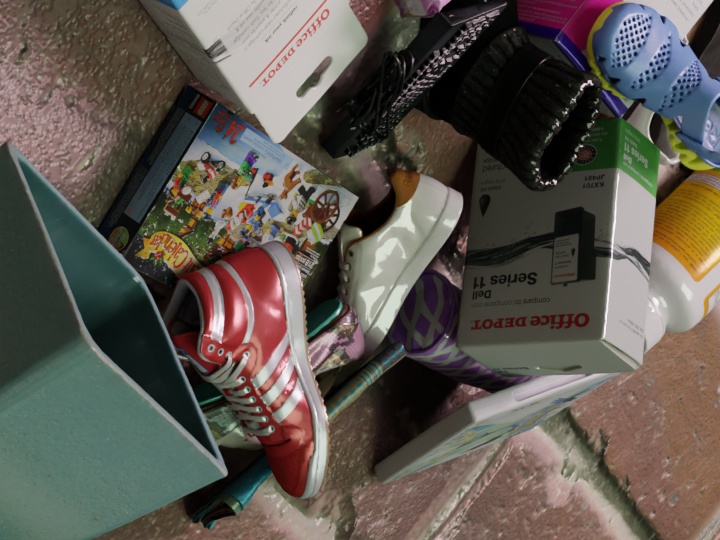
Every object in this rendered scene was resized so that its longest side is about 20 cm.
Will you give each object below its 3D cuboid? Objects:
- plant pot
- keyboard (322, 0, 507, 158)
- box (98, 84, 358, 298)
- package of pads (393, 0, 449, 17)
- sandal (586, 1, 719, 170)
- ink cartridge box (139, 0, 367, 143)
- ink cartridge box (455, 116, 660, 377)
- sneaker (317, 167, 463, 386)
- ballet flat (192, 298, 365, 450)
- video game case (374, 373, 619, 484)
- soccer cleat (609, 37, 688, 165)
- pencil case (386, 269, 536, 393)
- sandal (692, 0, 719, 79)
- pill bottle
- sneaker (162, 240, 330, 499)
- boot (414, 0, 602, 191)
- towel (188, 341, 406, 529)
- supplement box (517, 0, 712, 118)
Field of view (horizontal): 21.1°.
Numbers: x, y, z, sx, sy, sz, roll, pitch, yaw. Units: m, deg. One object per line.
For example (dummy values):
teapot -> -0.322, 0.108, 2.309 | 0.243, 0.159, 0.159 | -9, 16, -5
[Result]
plant pot -> -0.242, 0.078, 1.293 | 0.199, 0.197, 0.196 | -33, 141, 4
keyboard -> 0.037, -0.133, 1.490 | 0.104, 0.040, 0.200 | -20, 163, -37
box -> -0.099, -0.041, 1.487 | 0.200, 0.038, 0.137 | 31, 91, -52
package of pads -> 0.078, -0.292, 1.450 | 0.200, 0.076, 0.121 | -42, 109, -20
sandal -> 0.265, -0.149, 1.576 | 0.200, 0.087, 0.080 | 35, 86, -32
ink cartridge box -> -0.085, -0.197, 1.372 | 0.116, 0.068, 0.200 | -49, 141, -12
ink cartridge box -> 0.169, -0.017, 1.649 | 0.083, 0.146, 0.201 | 31, 60, -52
sneaker -> 0.000, 0.000, 1.620 | 0.084, 0.073, 0.201 | 27, 104, -17
ballet flat -> -0.077, 0.099, 1.558 | 0.199, 0.069, 0.071 | -32, 107, -18
video game case -> 0.128, 0.133, 1.753 | 0.181, 0.022, 0.200 | -17, 167, -30
soccer cleat -> 0.274, -0.192, 1.752 | 0.068, 0.085, 0.201 | -14, 121, -42
pencil case -> 0.101, 0.058, 1.744 | 0.200, 0.084, 0.086 | 25, 60, -54
sandal -> 0.372, -0.259, 1.852 | 0.075, 0.045, 0.201 | 3, 112, -48
pill bottle -> 0.317, -0.010, 1.907 | 0.200, 0.111, 0.111 | -41, 139, -21
sneaker -> -0.091, 0.086, 1.464 | 0.112, 0.071, 0.201 | -15, 99, -37
boot -> 0.123, -0.184, 1.534 | 0.079, 0.158, 0.212 | -18, 128, -35
towel -> -0.051, 0.140, 1.607 | 0.200, 0.022, 0.147 | -41, 180, -21
supplement box -> 0.226, -0.243, 1.636 | 0.200, 0.103, 0.101 | -50, 121, -8
